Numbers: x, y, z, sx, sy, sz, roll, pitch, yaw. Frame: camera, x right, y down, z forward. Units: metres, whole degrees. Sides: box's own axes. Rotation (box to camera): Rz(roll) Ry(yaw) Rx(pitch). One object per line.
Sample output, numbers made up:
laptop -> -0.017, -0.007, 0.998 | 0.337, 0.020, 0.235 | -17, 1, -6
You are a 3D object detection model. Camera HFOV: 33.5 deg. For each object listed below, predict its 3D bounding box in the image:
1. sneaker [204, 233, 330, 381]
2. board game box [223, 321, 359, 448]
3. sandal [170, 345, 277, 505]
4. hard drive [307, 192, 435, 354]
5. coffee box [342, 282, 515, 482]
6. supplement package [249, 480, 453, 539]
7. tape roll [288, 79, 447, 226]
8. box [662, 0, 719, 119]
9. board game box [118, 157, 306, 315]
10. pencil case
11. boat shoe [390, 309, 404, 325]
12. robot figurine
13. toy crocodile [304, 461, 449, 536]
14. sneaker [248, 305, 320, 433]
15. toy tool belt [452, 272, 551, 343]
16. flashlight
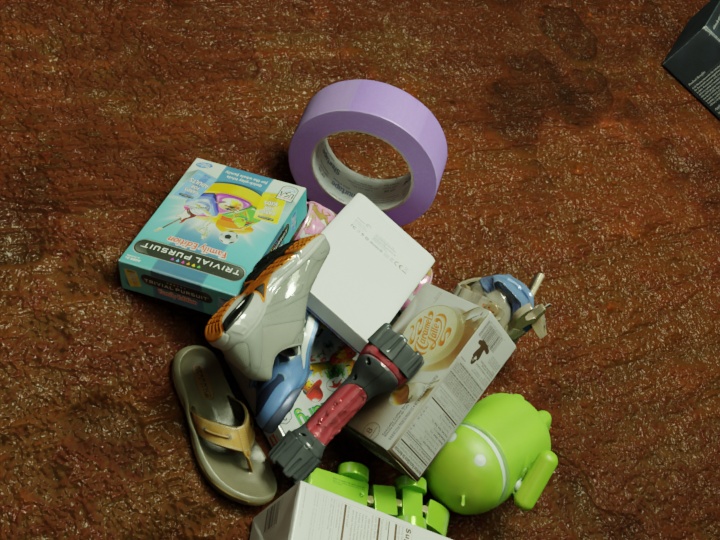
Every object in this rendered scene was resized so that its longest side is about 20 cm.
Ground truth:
sneaker -> -0.087, 0.041, 1.314 | 0.092, 0.075, 0.200 | 55, 51, -19
board game box -> -0.053, 0.123, 1.443 | 0.199, 0.035, 0.127 | -19, 73, -41
sandal -> -0.151, 0.168, 1.332 | 0.080, 0.054, 0.201 | -12, 69, -39
hard drive -> 0.000, 0.000, 1.446 | 0.132, 0.025, 0.200 | 41, 41, -1
coffee box -> 0.071, 0.128, 1.398 | 0.200, 0.114, 0.080 | -51, 132, -12
supplement package -> -0.013, 0.329, 1.274 | 0.199, 0.121, 0.120 | 25, 49, -19
tape roll -> 0.009, -0.148, 1.552 | 0.199, 0.200, 0.066 | 32, 49, -13
box -> 0.702, -0.400, 2.250 | 0.197, 0.124, 0.200 | 43, 47, -4
board game box -> -0.170, -0.041, 1.415 | 0.150, 0.047, 0.200 | 16, 46, 14
pencil case -> -0.008, -0.015, 1.534 | 0.199, 0.083, 0.087 | 26, 37, -18
boat shoe -> 0.065, 0.079, 1.498 | 0.199, 0.068, 0.074 | 37, 31, -28
robot figurine -> 0.154, 0.223, 1.460 | 0.175, 0.116, 0.199 | 33, 36, 29
toy crocodile -> 0.016, 0.271, 1.383 | 0.199, 0.062, 0.068 | 16, 51, -20
sneaker -> -0.101, 0.096, 1.357 | 0.082, 0.074, 0.201 | 27, 40, -17
toy tool belt -> 0.184, 0.049, 1.546 | 0.125, 0.123, 0.200 | 50, 12, 5
flashlight -> -0.017, 0.151, 1.332 | 0.200, 0.068, 0.068 | -46, 49, -8
